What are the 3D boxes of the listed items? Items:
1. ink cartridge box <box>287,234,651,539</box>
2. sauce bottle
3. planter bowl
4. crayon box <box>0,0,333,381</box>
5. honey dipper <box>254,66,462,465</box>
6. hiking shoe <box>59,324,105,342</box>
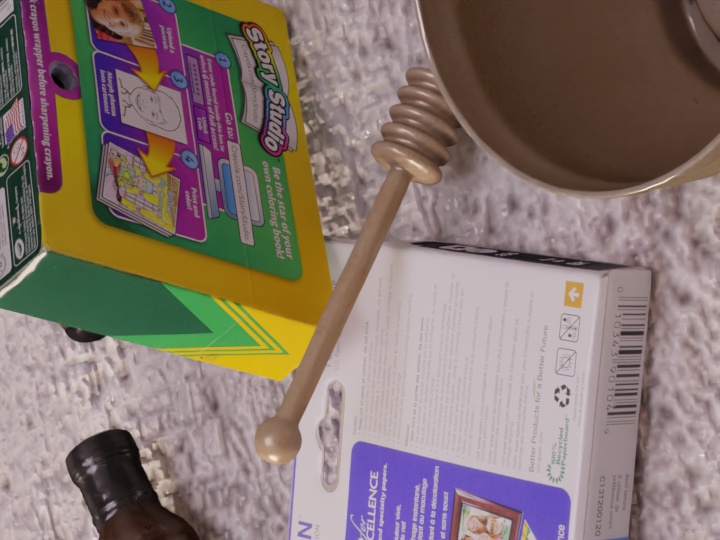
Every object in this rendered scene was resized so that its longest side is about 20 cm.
[{"bbox_3d":[0.046,0.087,1.167,0.199,0.043,0.200,9,96,46],"label":"ink cartridge box"},{"bbox_3d":[-0.103,0.179,1.312,0.065,0.064,0.201,-46,59,36],"label":"sauce bottle"},{"bbox_3d":[0.137,-0.130,1.003,0.199,0.134,0.202,2,92,45],"label":"planter bowl"},{"bbox_3d":[-0.105,-0.060,1.192,0.058,0.172,0.201,-37,49,37],"label":"crayon box"},{"bbox_3d":[0.000,0.000,1.156,0.038,0.038,0.201,12,74,44],"label":"honey dipper"},{"bbox_3d":[-0.126,-0.004,1.331,0.200,0.075,0.101,31,122,50],"label":"hiking shoe"}]
